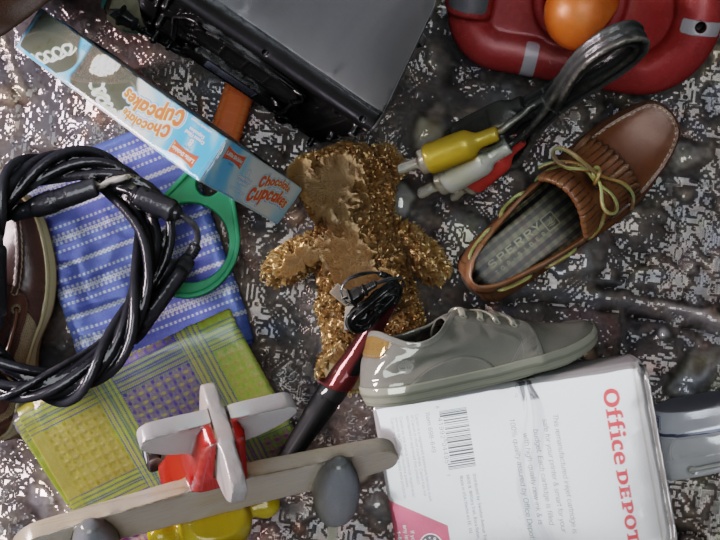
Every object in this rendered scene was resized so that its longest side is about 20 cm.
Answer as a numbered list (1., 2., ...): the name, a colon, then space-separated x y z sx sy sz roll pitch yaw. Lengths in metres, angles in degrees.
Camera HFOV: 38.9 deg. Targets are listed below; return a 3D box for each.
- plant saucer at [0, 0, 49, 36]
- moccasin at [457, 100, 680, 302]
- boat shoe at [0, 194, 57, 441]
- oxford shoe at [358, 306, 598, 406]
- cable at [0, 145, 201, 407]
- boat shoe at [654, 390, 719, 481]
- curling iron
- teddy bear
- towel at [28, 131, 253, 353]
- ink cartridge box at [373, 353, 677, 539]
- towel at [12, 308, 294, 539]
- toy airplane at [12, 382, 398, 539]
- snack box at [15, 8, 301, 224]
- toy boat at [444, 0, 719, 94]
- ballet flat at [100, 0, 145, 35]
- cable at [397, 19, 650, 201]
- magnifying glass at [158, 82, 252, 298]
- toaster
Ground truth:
1. plant saucer: -0.227 -0.231 0.756 0.200 0.200 0.037 -37 114 3
2. moccasin: 0.156 -0.054 0.767 0.201 0.078 0.074 -35 87 3
3. boat shoe: -0.292 0.037 0.795 0.072 0.072 0.201 10 94 26
4. oxford shoe: 0.089 0.053 0.745 0.199 0.075 0.058 -10 90 -23
5. cable: -0.226 0.004 0.754 0.163 0.051 0.200 35 80 -1
6. boat shoe: 0.322 0.119 0.763 0.199 0.074 0.066 -9 93 14
7. curling iron: -0.025 0.081 0.764 0.049 0.026 0.200 14 117 -32
8. teddy bear: 0.000 0.000 0.793 0.145 0.067 0.201 -27 94 13
9. towel: -0.183 -0.008 0.820 0.144 0.024 0.201 -20 88 3
10. ink cartridge box: 0.121 0.150 0.765 0.199 0.085 0.146 -9 89 6
11. towel: -0.160 0.131 0.803 0.199 0.023 0.144 -27 100 4
12. toy airplane: -0.095 0.157 0.681 0.199 0.199 0.142 -21 74 24
13. snack box: -0.145 -0.111 0.741 0.200 0.116 0.037 36 93 24
14. toy boat: 0.159 -0.191 0.730 0.199 0.131 0.131 11 116 5
15. ballet flat: -0.134 -0.274 0.803 0.069 0.069 0.201 29 96 4
16. cable: 0.126 -0.102 0.728 0.200 0.097 0.051 -24 63 35
17. magnifying glass: -0.118 -0.075 0.808 0.079 0.022 0.201 17 86 -1
18. toaster: -0.062 -0.185 0.716 0.200 0.181 0.119 32 85 -14
